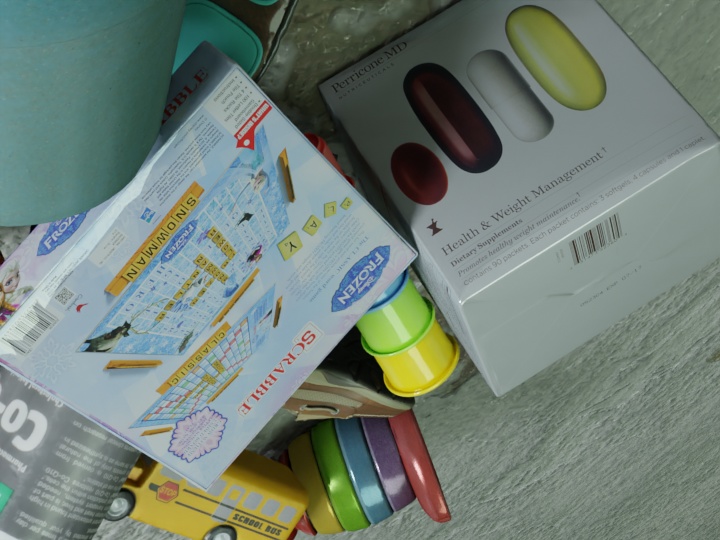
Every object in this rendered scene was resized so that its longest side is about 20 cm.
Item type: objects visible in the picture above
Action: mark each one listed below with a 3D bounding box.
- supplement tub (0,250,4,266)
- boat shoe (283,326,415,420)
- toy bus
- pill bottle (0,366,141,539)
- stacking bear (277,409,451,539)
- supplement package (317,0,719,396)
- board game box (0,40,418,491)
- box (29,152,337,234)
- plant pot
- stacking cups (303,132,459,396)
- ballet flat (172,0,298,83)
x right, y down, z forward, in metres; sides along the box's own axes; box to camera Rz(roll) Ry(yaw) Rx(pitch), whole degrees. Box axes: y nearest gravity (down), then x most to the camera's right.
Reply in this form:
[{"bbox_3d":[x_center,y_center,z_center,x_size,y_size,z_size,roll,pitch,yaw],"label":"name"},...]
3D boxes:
[{"bbox_3d":[-0.280,-0.021,0.666,0.122,0.123,0.200,-35,148,4],"label":"supplement tub"},{"bbox_3d":[-0.038,0.087,1.074,0.074,0.076,0.199,-41,139,23],"label":"boat shoe"},{"bbox_3d":[-0.143,0.176,1.064,0.199,0.065,0.079,29,99,-37],"label":"toy bus"},{"bbox_3d":[-0.216,0.132,0.868,0.201,0.113,0.113,-61,146,-5],"label":"pill bottle"},{"bbox_3d":[-0.032,0.199,1.188,0.199,0.122,0.115,-21,103,1],"label":"stacking bear"},{"bbox_3d":[0.110,-0.066,0.868,0.190,0.201,0.147,-31,147,-3],"label":"supplement package"},{"bbox_3d":[-0.089,0.007,0.736,0.200,0.041,0.200,-47,135,-2],"label":"board game box"},{"bbox_3d":[-0.112,-0.016,0.812,0.199,0.050,0.159,10,93,-46],"label":"box"},{"bbox_3d":[-0.159,-0.134,0.573,0.199,0.201,0.197,-18,153,-22],"label":"plant pot"},{"bbox_3d":[0.000,0.000,0.853,0.060,0.061,0.201,-33,126,1],"label":"stacking cups"},{"bbox_3d":[-0.065,-0.149,0.726,0.200,0.068,0.068,-49,-176,14],"label":"ballet flat"}]
